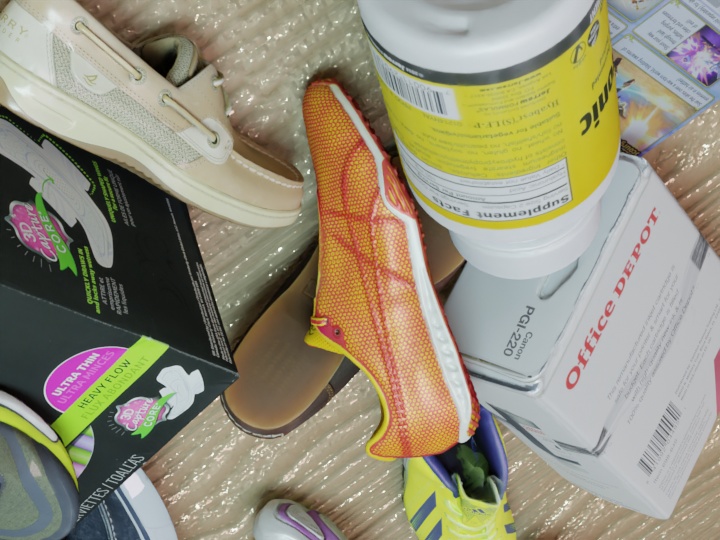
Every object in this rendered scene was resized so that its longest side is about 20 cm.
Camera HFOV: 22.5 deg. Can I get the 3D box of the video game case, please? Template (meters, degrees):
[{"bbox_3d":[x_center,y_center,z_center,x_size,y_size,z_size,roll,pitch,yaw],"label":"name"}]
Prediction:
[{"bbox_3d":[0.144,-0.154,0.934,0.181,0.046,0.200,-37,138,26],"label":"video game case"}]

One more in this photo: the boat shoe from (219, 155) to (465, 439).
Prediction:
[{"bbox_3d":[-0.002,0.009,0.991,0.200,0.070,0.070,-44,172,-8],"label":"boat shoe"}]

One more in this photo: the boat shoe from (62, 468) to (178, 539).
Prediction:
[{"bbox_3d":[-0.149,0.162,1.000,0.091,0.071,0.201,-29,135,-17],"label":"boat shoe"}]

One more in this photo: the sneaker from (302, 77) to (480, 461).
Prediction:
[{"bbox_3d":[0.000,0.000,0.921,0.077,0.201,0.073,-17,176,3],"label":"sneaker"}]

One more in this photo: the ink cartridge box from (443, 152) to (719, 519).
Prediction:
[{"bbox_3d":[0.139,0.036,1.043,0.200,0.085,0.146,44,70,-50],"label":"ink cartridge box"}]

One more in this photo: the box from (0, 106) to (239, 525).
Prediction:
[{"bbox_3d":[-0.184,0.018,0.816,0.200,0.125,0.148,25,122,-41],"label":"box"}]

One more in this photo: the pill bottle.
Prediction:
[{"bbox_3d":[0.067,-0.083,0.868,0.111,0.111,0.200,-31,146,-9],"label":"pill bottle"}]

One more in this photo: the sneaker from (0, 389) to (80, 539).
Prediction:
[{"bbox_3d":[-0.193,0.085,0.726,0.074,0.081,0.200,-40,138,24],"label":"sneaker"}]

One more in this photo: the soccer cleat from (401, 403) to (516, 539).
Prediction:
[{"bbox_3d":[0.063,0.135,1.107,0.064,0.084,0.201,-28,133,-11],"label":"soccer cleat"}]

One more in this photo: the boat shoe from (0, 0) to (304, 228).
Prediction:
[{"bbox_3d":[-0.091,-0.078,0.863,0.200,0.072,0.065,26,100,-42],"label":"boat shoe"}]

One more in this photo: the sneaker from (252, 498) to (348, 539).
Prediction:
[{"bbox_3d":[-0.029,0.219,1.118,0.099,0.075,0.200,-35,134,-6],"label":"sneaker"}]
